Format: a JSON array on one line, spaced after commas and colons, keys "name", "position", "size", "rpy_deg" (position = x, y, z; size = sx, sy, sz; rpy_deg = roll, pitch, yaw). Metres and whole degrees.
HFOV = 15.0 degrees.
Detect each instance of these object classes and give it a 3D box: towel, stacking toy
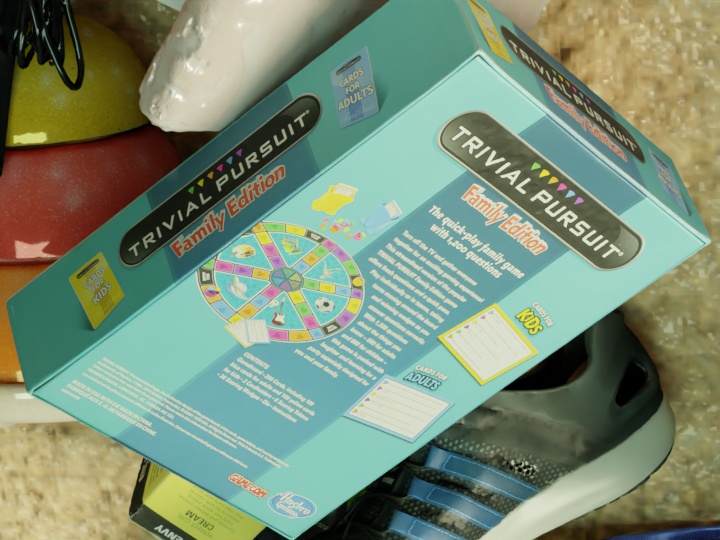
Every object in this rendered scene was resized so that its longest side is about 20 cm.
[{"name": "towel", "position": [0.030, -0.138, 0.931], "size": [0.032, 0.191, 0.200], "rpy_deg": [46, 125, 23]}, {"name": "stacking toy", "position": [-0.117, -0.049, 1.060], "size": [0.145, 0.146, 0.201], "rpy_deg": [0, 102, 12]}]

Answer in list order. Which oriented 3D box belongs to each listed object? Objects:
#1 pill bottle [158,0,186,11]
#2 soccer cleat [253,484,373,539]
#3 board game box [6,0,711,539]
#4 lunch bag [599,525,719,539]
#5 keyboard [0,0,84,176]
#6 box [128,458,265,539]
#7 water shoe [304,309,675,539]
[{"name": "pill bottle", "position": [-0.022, -0.188, 0.943], "size": [0.111, 0.111, 0.201], "rpy_deg": [26, 122, -4]}, {"name": "soccer cleat", "position": [-0.037, 0.128, 1.165], "size": [0.081, 0.068, 0.201], "rpy_deg": [27, 123, 11]}, {"name": "board game box", "position": [0.000, 0.000, 0.964], "size": [0.200, 0.047, 0.151], "rpy_deg": [-37, 138, 18]}, {"name": "lunch bag", "position": [0.153, 0.201, 1.136], "size": [0.199, 0.124, 0.171], "rpy_deg": [-7, 119, -3]}, {"name": "keyboard", "position": [-0.148, -0.135, 0.994], "size": [0.103, 0.040, 0.201], "rpy_deg": [6, 93, 7]}, {"name": "box", "position": [-0.015, 0.031, 1.094], "size": [0.050, 0.075, 0.200], "rpy_deg": [33, 121, -16]}, {"name": "water shoe", "position": [0.029, 0.080, 1.080], "size": [0.199, 0.071, 0.079], "rpy_deg": [-29, 104, -19]}]
